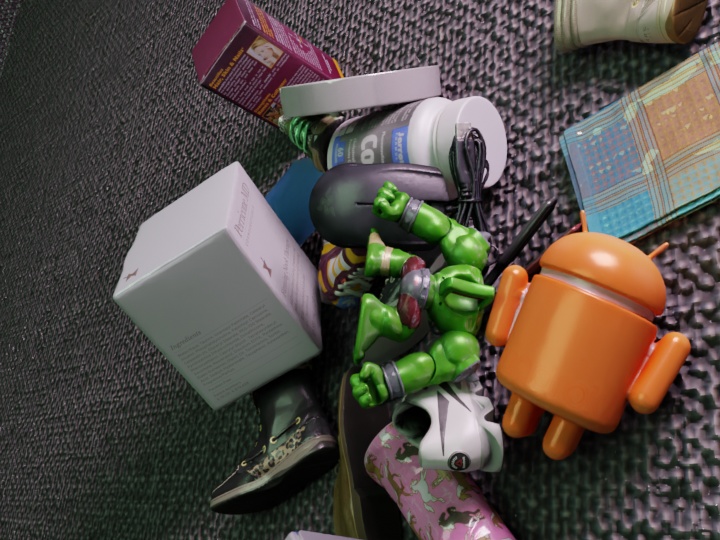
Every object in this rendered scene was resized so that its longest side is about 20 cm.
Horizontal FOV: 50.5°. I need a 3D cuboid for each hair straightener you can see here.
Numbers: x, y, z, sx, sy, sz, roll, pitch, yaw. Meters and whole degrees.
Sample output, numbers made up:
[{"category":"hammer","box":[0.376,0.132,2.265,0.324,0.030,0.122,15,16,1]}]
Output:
[{"category":"hair straightener","box":[0.133,-0.004,0.788,0.077,0.041,0.200,49,120,13]}]

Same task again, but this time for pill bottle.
[{"category":"pill bottle","box":[0.063,-0.133,0.877,0.197,0.112,0.117,-3,71,47]}]

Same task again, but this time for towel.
[{"category":"towel","box":[0.282,-0.116,0.700,0.198,0.021,0.150,-30,53,35]}]

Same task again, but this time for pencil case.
[{"category":"pencil case","box":[0.078,0.230,0.725,0.086,0.083,0.201,-41,44,2]}]

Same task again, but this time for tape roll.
[{"category":"tape roll","box":[0.000,-0.217,0.927,0.200,0.200,0.038,7,111,48]}]

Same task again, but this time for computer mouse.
[{"category":"computer mouse","box":[0.031,-0.071,0.770,0.194,0.053,0.143,-2,91,19]}]

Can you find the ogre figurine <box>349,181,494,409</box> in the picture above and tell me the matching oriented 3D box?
[{"category":"ogre figurine","box":[0.058,0.027,0.699,0.099,0.116,0.204,98,180,-52]}]

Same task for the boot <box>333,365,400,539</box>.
[{"category":"boot","box":[-0.008,0.209,0.841,0.075,0.072,0.205,-33,53,45]}]

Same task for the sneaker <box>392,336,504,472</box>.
[{"category":"sneaker","box":[0.069,0.120,0.731,0.201,0.086,0.076,-107,13,-71]}]

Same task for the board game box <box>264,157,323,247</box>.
[{"category":"board game box","box":[-0.101,-0.060,1.083,0.200,0.039,0.160,-47,38,19]}]

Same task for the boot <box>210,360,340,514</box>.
[{"category":"boot","box":[-0.117,0.203,0.954,0.199,0.072,0.153,-37,50,26]}]

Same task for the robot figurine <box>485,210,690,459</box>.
[{"category":"robot figurine","box":[0.190,0.057,0.655,0.143,0.115,0.205,24,92,64]}]

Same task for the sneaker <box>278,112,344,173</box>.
[{"category":"sneaker","box":[-0.068,-0.174,0.998,0.200,0.086,0.079,-98,20,-77]}]

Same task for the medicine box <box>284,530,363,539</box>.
[{"category":"medicine box","box":[-0.032,0.361,0.709,0.202,0.180,0.103,-55,42,13]}]

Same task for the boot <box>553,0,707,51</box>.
[{"category":"boot","box":[0.277,-0.318,0.760,0.153,0.071,0.205,11,82,51]}]

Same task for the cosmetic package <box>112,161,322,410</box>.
[{"category":"cosmetic package","box":[-0.163,0.020,0.930,0.164,0.202,0.169,-28,30,14]}]

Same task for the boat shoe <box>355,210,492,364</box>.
[{"category":"boat shoe","box":[0.060,0.017,0.844,0.201,0.073,0.061,-51,43,14]}]

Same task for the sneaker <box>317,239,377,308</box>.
[{"category":"sneaker","box":[0.000,0.000,0.896,0.199,0.073,0.093,167,114,-72]}]

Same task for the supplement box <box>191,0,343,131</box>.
[{"category":"supplement box","box":[-0.126,-0.282,1.081,0.110,0.198,0.087,-44,45,24]}]
